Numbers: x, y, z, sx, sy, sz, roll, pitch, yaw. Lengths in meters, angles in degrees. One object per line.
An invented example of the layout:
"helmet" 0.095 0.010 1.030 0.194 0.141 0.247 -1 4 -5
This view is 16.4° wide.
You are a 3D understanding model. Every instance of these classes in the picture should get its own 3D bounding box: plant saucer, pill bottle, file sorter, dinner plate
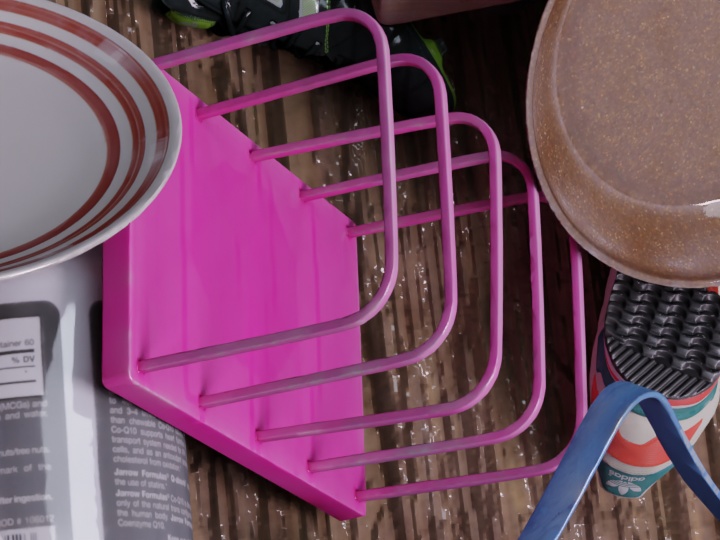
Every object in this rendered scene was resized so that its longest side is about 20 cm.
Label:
"plant saucer" 0.154 -0.091 1.053 0.199 0.037 0.202 -9 116 -19
"pill bottle" -0.127 0.061 0.987 0.115 0.116 0.201 2 73 -26
"file sorter" 0.000 0.000 1.002 0.200 0.125 0.140 37 46 -56
"dinner plate" -0.165 -0.047 0.914 0.199 0.024 0.201 3 35 -2

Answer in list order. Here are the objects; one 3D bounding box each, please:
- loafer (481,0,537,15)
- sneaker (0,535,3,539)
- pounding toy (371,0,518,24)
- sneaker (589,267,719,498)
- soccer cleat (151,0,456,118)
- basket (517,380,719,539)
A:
"loafer" 0.032 -0.215 1.180 0.200 0.071 0.073 46 60 -6
"sneaker" -0.176 0.064 0.907 0.067 0.108 0.202 -36 102 14
"pounding toy" 0.049 -0.203 1.055 0.199 0.142 0.185 -12 65 -8
"sneaker" 0.141 0.025 1.166 0.070 0.094 0.200 18 37 5
"soccer cleat" -0.043 -0.127 1.126 0.200 0.068 0.081 43 78 -7
"basket" 0.095 0.166 1.031 0.201 0.139 0.176 -60 139 -17
